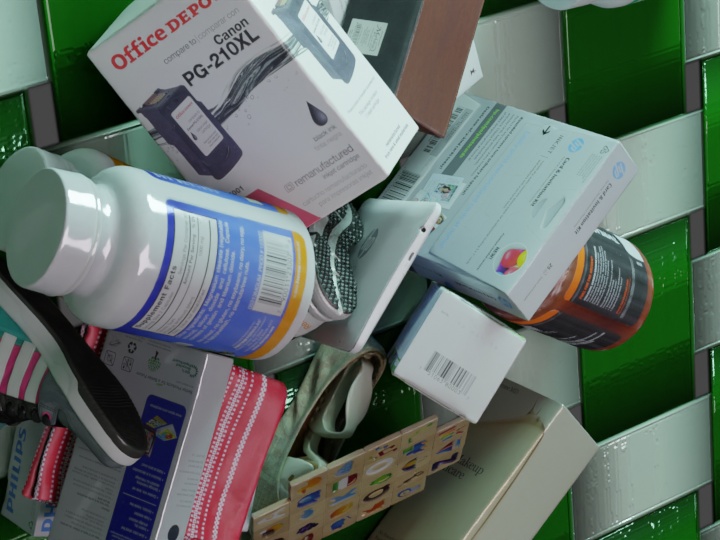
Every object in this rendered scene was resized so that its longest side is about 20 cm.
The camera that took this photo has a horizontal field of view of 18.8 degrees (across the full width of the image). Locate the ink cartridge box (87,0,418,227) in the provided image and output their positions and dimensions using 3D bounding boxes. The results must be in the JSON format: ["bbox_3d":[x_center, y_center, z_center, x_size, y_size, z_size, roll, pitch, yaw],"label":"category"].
[{"bbox_3d":[-0.079,-0.131,1.580,0.200,0.144,0.084,51,33,-13],"label":"ink cartridge box"}]

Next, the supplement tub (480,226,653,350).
[{"bbox_3d":[0.163,0.001,1.861,0.199,0.106,0.108,21,91,-53],"label":"supplement tub"}]

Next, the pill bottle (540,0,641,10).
[{"bbox_3d":[0.236,-0.286,1.843,0.199,0.113,0.114,-18,115,-32],"label":"pill bottle"}]

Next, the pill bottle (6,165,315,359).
[{"bbox_3d":[-0.139,-0.009,1.501,0.199,0.112,0.113,14,96,-36],"label":"pill bottle"}]

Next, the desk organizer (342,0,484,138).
[{"bbox_3d":[0.046,-0.209,1.662,0.077,0.071,0.202,26,77,-50],"label":"desk organizer"}]

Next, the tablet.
[{"bbox_3d":[0.000,0.000,1.706,0.014,0.200,0.131,32,84,-15],"label":"tablet"}]

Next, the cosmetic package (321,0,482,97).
[{"bbox_3d":[0.015,-0.207,1.719,0.151,0.051,0.201,-43,127,-38],"label":"cosmetic package"}]

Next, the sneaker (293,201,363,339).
[{"bbox_3d":[-0.048,-0.016,1.691,0.080,0.201,0.074,-31,113,20],"label":"sneaker"}]

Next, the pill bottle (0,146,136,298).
[{"bbox_3d":[-0.177,-0.021,1.611,0.199,0.109,0.110,24,90,-40],"label":"pill bottle"}]

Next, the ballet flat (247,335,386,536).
[{"bbox_3d":[-0.038,0.141,1.801,0.067,0.062,0.202,24,90,-41],"label":"ballet flat"}]

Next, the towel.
[{"bbox_3d":[-0.151,0.129,1.660,0.199,0.022,0.146,21,88,-39],"label":"towel"}]

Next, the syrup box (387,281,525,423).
[{"bbox_3d":[0.075,0.064,1.771,0.078,0.200,0.082,32,90,-1],"label":"syrup box"}]

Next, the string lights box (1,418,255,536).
[{"bbox_3d":[-0.175,0.150,1.701,0.199,0.059,0.104,3,102,-38],"label":"string lights box"}]

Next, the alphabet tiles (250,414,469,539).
[{"bbox_3d":[-0.001,0.178,1.794,0.199,0.006,0.167,-24,158,-13],"label":"alphabet tiles"}]

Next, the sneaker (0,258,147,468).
[{"bbox_3d":[-0.247,0.096,1.558,0.121,0.200,0.084,-47,150,8],"label":"sneaker"}]

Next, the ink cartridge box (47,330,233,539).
[{"bbox_3d":[-0.164,0.145,1.576,0.039,0.099,0.202,19,88,-56],"label":"ink cartridge box"}]

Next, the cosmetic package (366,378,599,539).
[{"bbox_3d":[0.105,0.200,1.906,0.201,0.103,0.073,-53,128,-13],"label":"cosmetic package"}]

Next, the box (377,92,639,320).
[{"bbox_3d":[0.107,-0.057,1.761,0.156,0.199,0.041,-53,128,-12],"label":"box"}]
